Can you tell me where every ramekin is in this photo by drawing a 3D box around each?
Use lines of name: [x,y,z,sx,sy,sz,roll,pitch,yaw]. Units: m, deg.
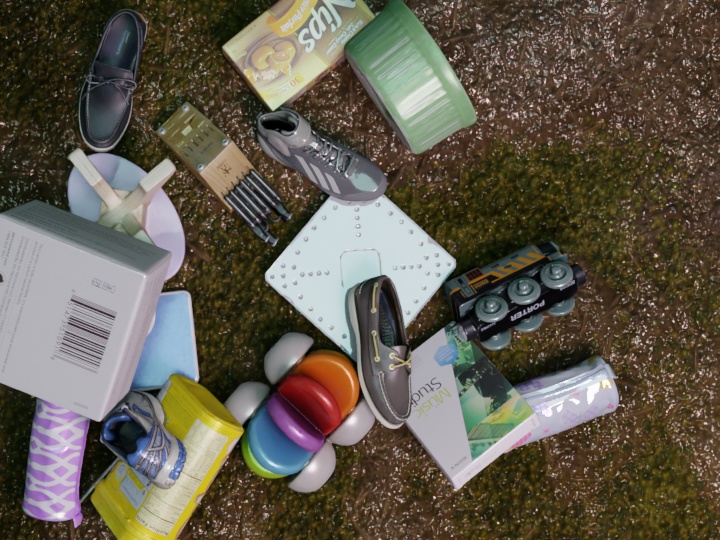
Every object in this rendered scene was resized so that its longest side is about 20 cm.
ramekin: [0.062,-0.256,1.597,0.097,0.200,0.201,-35,92,2]

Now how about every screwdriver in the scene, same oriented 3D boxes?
screwdriver: [-0.321,0.251,1.619,0.029,0.028,0.201,35,84,25]

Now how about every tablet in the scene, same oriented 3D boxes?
tablet: [-0.326,0.102,1.630,0.196,0.014,0.133,-6,88,-6]

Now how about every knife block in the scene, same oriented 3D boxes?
knife block: [-0.179,-0.124,1.639,0.064,0.176,0.200,-43,48,-7]

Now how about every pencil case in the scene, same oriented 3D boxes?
pencil case: [0.259,0.185,1.651,0.197,0.092,0.084,-17,46,-8]
pencil case: [-0.394,0.231,1.565,0.084,0.084,0.203,13,104,3]

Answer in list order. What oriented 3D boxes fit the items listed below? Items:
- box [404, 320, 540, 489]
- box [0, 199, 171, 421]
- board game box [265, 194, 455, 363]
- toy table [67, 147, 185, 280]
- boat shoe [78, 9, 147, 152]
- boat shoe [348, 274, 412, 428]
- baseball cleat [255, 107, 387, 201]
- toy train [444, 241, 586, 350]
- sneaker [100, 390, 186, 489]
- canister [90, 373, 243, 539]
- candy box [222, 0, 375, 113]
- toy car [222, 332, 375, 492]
box: [0.128,0.178,1.605,0.144,0.036,0.200,-37,52,-6]
box: [-0.363,0.046,1.465,0.197,0.131,0.202,21,102,1]
board game box: [0.000,0.000,1.662,0.200,0.026,0.201,41,85,-3]
toy table: [-0.317,-0.076,1.587,0.199,0.117,0.185,39,84,-2]
boat shoe: [-0.340,-0.263,1.619,0.073,0.062,0.203,16,88,-7]
boat shoe: [0.035,0.107,1.589,0.071,0.060,0.204,0,70,-43]
baseball cleat: [-0.057,-0.156,1.608,0.197,0.107,0.071,22,75,9]
toy train: [0.211,0.027,1.643,0.198,0.086,0.114,-26,47,-10]
sneaker: [-0.292,0.196,1.503,0.085,0.199,0.078,34,88,-38]
canister: [-0.253,0.255,1.558,0.086,0.148,0.202,30,93,-43]
candy box: [-0.082,-0.323,1.650,0.199,0.055,0.116,-40,92,-6]
toy car: [-0.080,0.194,1.584,0.175,0.150,0.200,42,84,-3]
